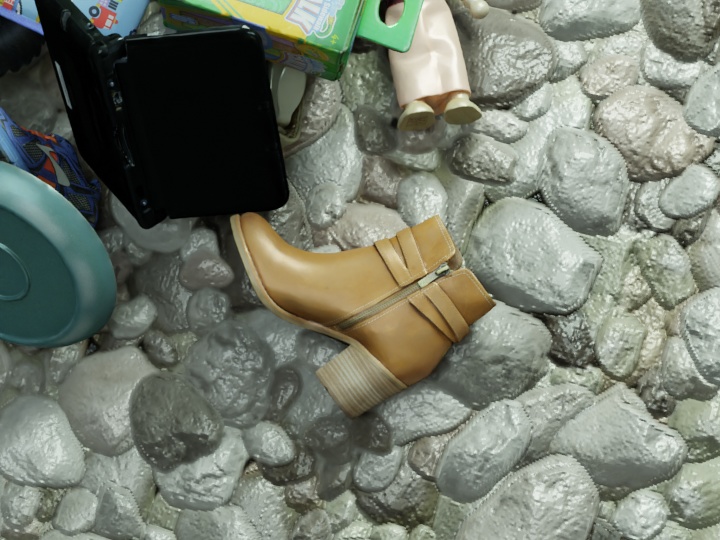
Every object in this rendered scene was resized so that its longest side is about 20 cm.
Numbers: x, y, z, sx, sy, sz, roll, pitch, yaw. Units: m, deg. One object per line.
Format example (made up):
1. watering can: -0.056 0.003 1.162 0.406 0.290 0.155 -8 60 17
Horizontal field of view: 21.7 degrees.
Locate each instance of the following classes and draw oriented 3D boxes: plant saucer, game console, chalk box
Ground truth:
1. plant saucer: -0.294 -0.007 1.541 0.199 0.201 0.027 14 44 15
2. game console: -0.160 -0.141 1.515 0.116 0.201 0.176 -30 51 -19
3. chalk box: -0.047 -0.231 1.482 0.198 0.124 0.125 17 84 -2

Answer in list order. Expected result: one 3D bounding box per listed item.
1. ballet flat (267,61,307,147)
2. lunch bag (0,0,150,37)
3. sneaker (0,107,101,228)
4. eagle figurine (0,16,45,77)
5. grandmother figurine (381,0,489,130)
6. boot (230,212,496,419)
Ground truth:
1. ballet flat: -0.062 -0.197 1.573 0.069 0.069 0.202 6 86 14
2. lunch bag: -0.264 -0.281 1.566 0.199 0.094 0.151 24 99 -16
3. sneaker: -0.278 -0.088 1.552 0.075 0.200 0.079 3 59 26
4. eagle figurine: -0.355 -0.282 1.648 0.152 0.150 0.202 31 125 55
5. grandmother figurine: 0.043 -0.219 1.563 0.120 0.061 0.202 -4 74 -13
6. boot: 0.000 0.000 1.518 0.155 0.077 0.201 -38 76 6
